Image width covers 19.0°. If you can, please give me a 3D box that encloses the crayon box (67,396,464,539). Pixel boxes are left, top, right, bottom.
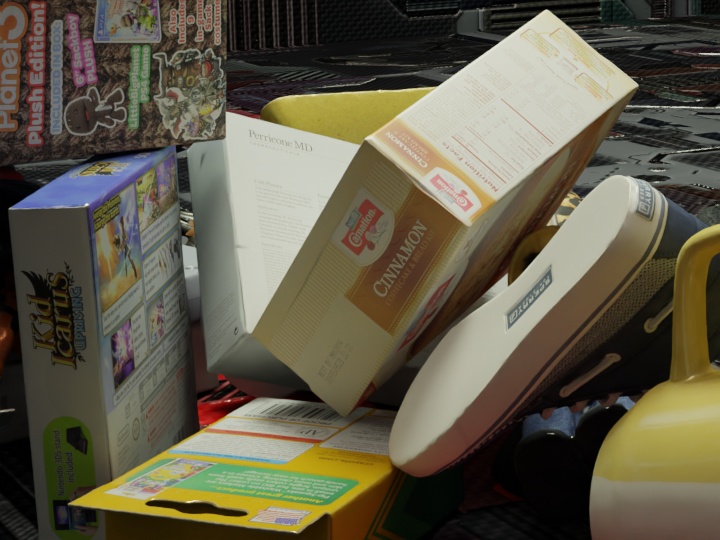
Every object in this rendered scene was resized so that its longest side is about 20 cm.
[{"bbox_3d":[-0.042,0.117,1.078,0.125,0.052,0.200,4,13,24],"label":"crayon box"}]

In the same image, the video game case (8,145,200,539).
[{"bbox_3d":[-0.133,0.036,1.155,0.045,0.183,0.200,-1,12,8],"label":"video game case"}]

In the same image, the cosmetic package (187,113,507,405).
[{"bbox_3d":[0.000,0.000,1.273,0.199,0.152,0.052,13,-34,-30],"label":"cosmetic package"}]

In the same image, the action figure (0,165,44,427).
[{"bbox_3d":[-0.225,0.010,1.204,0.104,0.194,0.200,-31,-26,27],"label":"action figure"}]

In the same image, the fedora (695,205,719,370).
[{"bbox_3d":[0.229,0.017,1.226,0.199,0.092,0.201,11,13,-2],"label":"fedora"}]

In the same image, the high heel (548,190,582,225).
[{"bbox_3d":[0.196,0.006,1.406,0.142,0.072,0.201,-7,43,-4],"label":"high heel"}]

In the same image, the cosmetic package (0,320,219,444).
[{"bbox_3d":[-0.213,0.059,1.372,0.199,0.052,0.150,-13,14,-42],"label":"cosmetic package"}]

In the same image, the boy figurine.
[{"bbox_3d":[0.118,0.044,1.132,0.124,0.065,0.200,-23,30,16],"label":"boy figurine"}]

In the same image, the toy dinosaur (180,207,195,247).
[{"bbox_3d":[-0.136,-0.009,1.602,0.135,0.103,0.200,16,13,27],"label":"toy dinosaur"}]

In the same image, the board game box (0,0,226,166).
[{"bbox_3d":[-0.199,-0.123,1.210,0.199,0.098,0.159,-10,18,-37],"label":"board game box"}]

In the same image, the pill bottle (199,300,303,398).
[{"bbox_3d":[-0.008,0.014,1.397,0.115,0.117,0.200,7,15,33],"label":"pill bottle"}]

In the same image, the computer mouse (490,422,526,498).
[{"bbox_3d":[0.170,0.089,1.180,0.199,0.053,0.139,-3,13,-5],"label":"computer mouse"}]

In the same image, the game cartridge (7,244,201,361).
[{"bbox_3d":[-0.181,0.016,1.363,0.199,0.041,0.133,-13,14,-41],"label":"game cartridge"}]

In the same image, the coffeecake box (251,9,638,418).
[{"bbox_3d":[0.048,-0.034,1.165,0.073,0.154,0.200,40,40,10],"label":"coffeecake box"}]

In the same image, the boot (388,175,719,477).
[{"bbox_3d":[0.101,0.046,1.016,0.090,0.200,0.073,29,38,-20],"label":"boot"}]

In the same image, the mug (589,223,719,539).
[{"bbox_3d":[0.188,0.087,0.933,0.152,0.188,0.149,-3,-28,35],"label":"mug"}]

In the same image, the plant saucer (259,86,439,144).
[{"bbox_3d":[0.024,-0.036,1.535,0.199,0.201,0.049,-5,43,-14],"label":"plant saucer"}]
